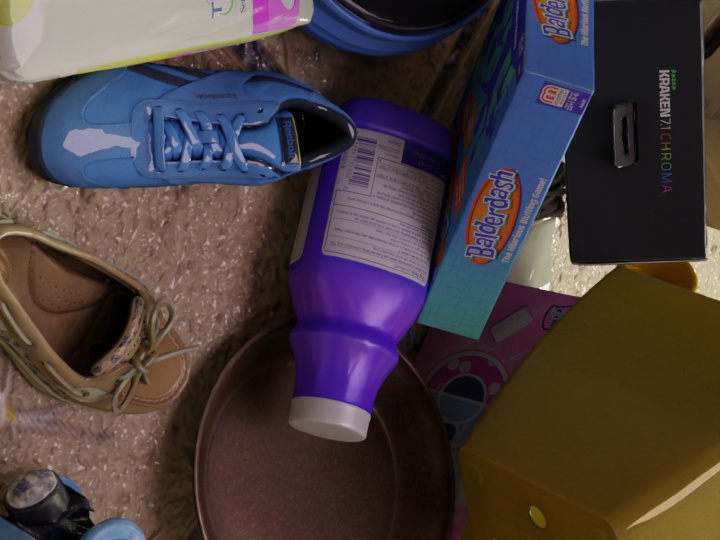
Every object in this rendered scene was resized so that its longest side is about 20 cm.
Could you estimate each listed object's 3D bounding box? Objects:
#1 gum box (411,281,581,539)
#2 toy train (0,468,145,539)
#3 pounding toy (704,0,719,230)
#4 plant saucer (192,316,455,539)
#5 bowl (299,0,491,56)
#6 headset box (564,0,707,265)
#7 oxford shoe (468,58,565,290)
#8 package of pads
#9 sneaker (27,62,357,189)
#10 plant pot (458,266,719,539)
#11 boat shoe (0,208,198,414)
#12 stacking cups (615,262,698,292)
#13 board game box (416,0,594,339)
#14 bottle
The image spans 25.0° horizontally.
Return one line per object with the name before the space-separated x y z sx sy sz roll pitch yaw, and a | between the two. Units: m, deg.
gum box | 0.083 0.109 1.094 0.066 0.113 0.201 43 66 -47
toy train | -0.159 0.198 0.850 0.114 0.087 0.201 -37 129 -28
pounding toy | 0.323 -0.146 1.326 0.200 0.142 0.184 -49 134 -16
plant saucer | -0.027 0.128 0.987 0.200 0.037 0.201 10 74 -39
bowl | 0.016 -0.226 0.939 0.200 0.039 0.202 -2 93 -36
headset box | 0.186 -0.108 1.102 0.200 0.092 0.175 -62 149 -72
oxford shoe | 0.116 -0.058 1.136 0.075 0.058 0.201 -33 126 -44
package of pads | -0.115 -0.180 0.800 0.200 0.068 0.155 -17 112 -39
sneaker | -0.083 -0.076 0.871 0.200 0.078 0.066 -9 108 -48
plant pot | 0.174 0.142 0.983 0.176 0.200 0.201 -27 120 -30
boat shoe | -0.146 0.027 0.832 0.200 0.063 0.074 36 71 -49
stacking cups | 0.169 0.064 1.171 0.060 0.061 0.200 -27 155 -44
board game box | 0.087 -0.082 0.978 0.152 0.045 0.200 -82 -171 -48
bottle | 0.000 0.000 0.968 0.083 0.065 0.201 17 72 -19
